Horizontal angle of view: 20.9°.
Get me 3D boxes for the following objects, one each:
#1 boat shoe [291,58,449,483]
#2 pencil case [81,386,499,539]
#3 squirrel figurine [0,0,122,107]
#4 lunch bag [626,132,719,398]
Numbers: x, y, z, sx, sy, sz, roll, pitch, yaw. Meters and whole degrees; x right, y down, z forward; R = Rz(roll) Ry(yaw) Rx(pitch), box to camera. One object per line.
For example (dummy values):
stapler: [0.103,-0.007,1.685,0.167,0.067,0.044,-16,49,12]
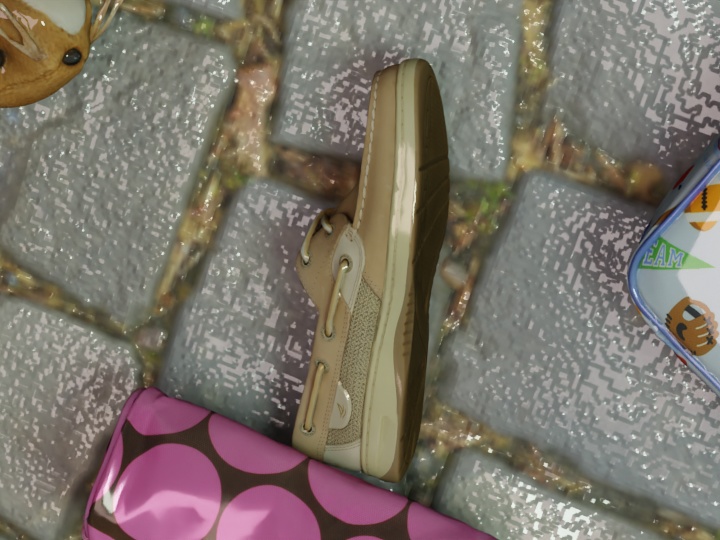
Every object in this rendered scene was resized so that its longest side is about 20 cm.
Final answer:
boat shoe: [0.000,0.000,0.900,0.064,0.071,0.201,9,105,13]
pencil case: [-0.032,0.132,0.900,0.199,0.091,0.094,23,79,11]
squirrel figurine: [-0.190,-0.174,0.902,0.199,0.141,0.188,13,115,26]
lunch bag: [0.227,0.010,0.837,0.200,0.076,0.160,42,106,5]
